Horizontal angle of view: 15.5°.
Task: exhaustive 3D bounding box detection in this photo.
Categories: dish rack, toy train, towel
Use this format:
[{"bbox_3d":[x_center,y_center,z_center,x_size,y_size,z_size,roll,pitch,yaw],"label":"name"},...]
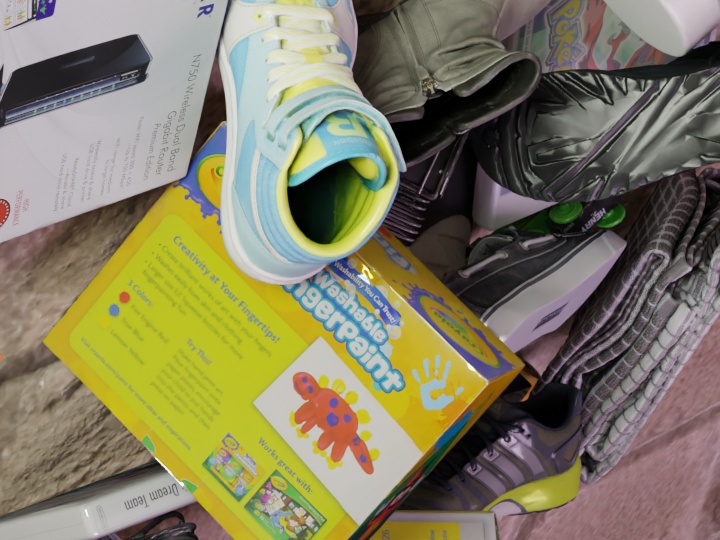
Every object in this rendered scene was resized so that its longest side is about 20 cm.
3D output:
[{"bbox_3d":[0.000,0.000,1.524,0.153,0.054,0.200,-56,170,-79],"label":"dish rack"},{"bbox_3d":[0.091,-0.002,1.709,0.200,0.056,0.042,-41,131,-17],"label":"toy train"},{"bbox_3d":[0.196,0.028,1.819,0.200,0.086,0.166,-59,175,30],"label":"towel"}]

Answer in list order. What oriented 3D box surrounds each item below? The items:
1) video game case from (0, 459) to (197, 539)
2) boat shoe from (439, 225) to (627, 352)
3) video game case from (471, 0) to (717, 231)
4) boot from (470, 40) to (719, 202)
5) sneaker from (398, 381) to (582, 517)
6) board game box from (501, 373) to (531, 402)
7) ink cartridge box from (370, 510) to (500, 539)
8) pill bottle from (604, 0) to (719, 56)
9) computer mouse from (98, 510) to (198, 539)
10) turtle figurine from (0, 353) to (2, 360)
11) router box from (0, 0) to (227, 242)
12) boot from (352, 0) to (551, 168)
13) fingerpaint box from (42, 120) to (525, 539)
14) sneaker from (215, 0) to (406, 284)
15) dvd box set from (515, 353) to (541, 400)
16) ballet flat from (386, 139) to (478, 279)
[{"bbox_3d":[-0.135,0.132,1.550,0.182,0.024,0.200,-18,179,-37],"label":"video game case"},{"bbox_3d":[0.099,0.004,1.625,0.200,0.068,0.072,-31,160,-55],"label":"boat shoe"},{"bbox_3d":[0.151,-0.136,1.614,0.182,0.023,0.200,-23,134,-32],"label":"video game case"},{"bbox_3d":[0.174,-0.091,1.571,0.200,0.077,0.168,-9,-176,11],"label":"boot"},{"bbox_3d":[0.071,0.122,1.710,0.200,0.074,0.081,-18,126,-44],"label":"sneaker"},{"bbox_3d":[0.015,0.129,1.747,0.200,0.035,0.136,-13,143,-53],"label":"board game box"},{"bbox_3d":[-0.036,0.197,1.639,0.200,0.047,0.198,4,156,-14],"label":"ink cartridge box"},{"bbox_3d":[0.225,-0.222,1.515,0.200,0.114,0.114,-44,152,-8],"label":"pill bottle"},{"bbox_3d":[-0.172,0.179,1.554,0.110,0.044,0.200,-19,-179,-24],"label":"computer mouse"},{"bbox_3d":[-0.289,0.056,1.322,0.200,0.064,0.161,-29,143,-6],"label":"turtle figurine"},{"bbox_3d":[-0.153,-0.106,1.284,0.179,0.049,0.200,-22,146,-33],"label":"router box"},{"bbox_3d":[0.065,-0.122,1.437,0.200,0.131,0.068,-34,122,-14],"label":"boot"},{"bbox_3d":[-0.042,0.044,1.420,0.167,0.200,0.073,-50,168,17],"label":"fingerpaint box"},{"bbox_3d":[-0.022,-0.094,1.300,0.079,0.200,0.131,-4,180,-19],"label":"sneaker"},{"bbox_3d":[0.040,0.099,1.831,0.146,0.029,0.200,-43,152,6],"label":"dvd box set"},{"bbox_3d":[0.022,0.009,1.645,0.200,0.073,0.073,-47,152,9],"label":"ballet flat"}]
